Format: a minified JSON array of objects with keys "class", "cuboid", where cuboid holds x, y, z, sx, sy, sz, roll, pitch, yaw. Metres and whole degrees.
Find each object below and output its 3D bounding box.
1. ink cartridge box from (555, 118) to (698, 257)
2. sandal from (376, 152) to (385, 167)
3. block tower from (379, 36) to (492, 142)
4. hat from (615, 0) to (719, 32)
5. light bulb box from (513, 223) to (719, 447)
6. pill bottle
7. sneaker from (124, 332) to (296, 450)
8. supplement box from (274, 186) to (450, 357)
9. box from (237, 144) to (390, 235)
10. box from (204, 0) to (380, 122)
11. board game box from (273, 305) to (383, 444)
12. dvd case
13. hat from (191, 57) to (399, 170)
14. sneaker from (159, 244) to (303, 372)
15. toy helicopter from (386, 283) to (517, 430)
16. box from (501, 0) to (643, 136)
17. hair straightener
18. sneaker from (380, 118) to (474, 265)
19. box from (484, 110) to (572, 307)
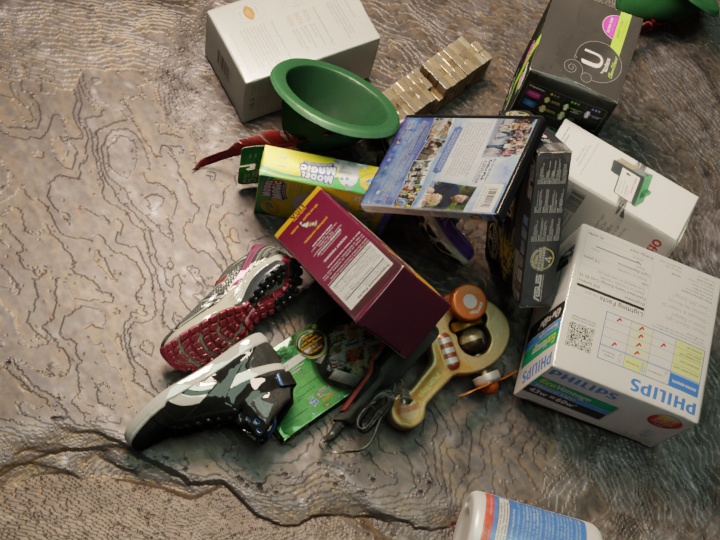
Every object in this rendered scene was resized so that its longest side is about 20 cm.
[{"class":"ink cartridge box","cuboid":[0.312,-0.081,1.535,0.200,0.146,0.084,31,62,5]},{"class":"sandal","cuboid":[0.122,-0.151,1.564,0.200,0.080,0.058,5,90,-7]},{"class":"block tower","cuboid":[0.088,-0.245,1.623,0.200,0.058,0.054,-37,76,-25]},{"class":"hat","cuboid":[0.401,-0.373,1.750,0.200,0.176,0.166,10,41,-45]},{"class":"light bulb box","cuboid":[0.317,0.082,1.461,0.197,0.125,0.201,21,63,-6]},{"class":"pill bottle","cuboid":[0.207,0.328,1.342,0.199,0.112,0.113,16,63,-1]},{"class":"sneaker","cuboid":[-0.163,0.169,1.361,0.200,0.073,0.112,-36,74,-10]},{"class":"supplement box","cuboid":[0.000,0.000,1.404,0.086,0.110,0.200,-49,46,3]},{"class":"box","cuboid":[-0.057,-0.102,1.495,0.199,0.117,0.049,12,68,-4]},{"class":"box","cuboid":[-0.093,-0.303,1.594,0.199,0.098,0.125,-22,70,-18]},{"class":"board game box","cuboid":[-0.045,0.115,1.448,0.200,0.023,0.105,-32,76,-22]},{"class":"dvd case","cuboid":[0.107,-0.123,1.388,0.199,0.018,0.143,6,59,40]},{"class":"hat","cuboid":[-0.069,-0.158,1.519,0.200,0.176,0.165,41,35,23]},{"class":"sneaker","cuboid":[-0.162,0.046,1.438,0.200,0.081,0.075,-39,48,-24]},{"class":"toy helicopter","cuboid":[0.110,0.122,1.447,0.132,0.079,0.200,44,70,-3]},{"class":"box","cuboid":[0.268,-0.244,1.572,0.124,0.200,0.149,21,63,0]},{"class":"hair straightener","cuboid":[0.024,0.139,1.397,0.200,0.041,0.077,-49,39,-4]},{"class":"sneaker","cuboid":[0.099,-0.102,1.495,0.083,0.081,0.201,-25,91,-4]},{"class":"box","cuboid":[0.202,-0.078,1.455,0.049,0.201,0.161,-3,26,-12]}]
